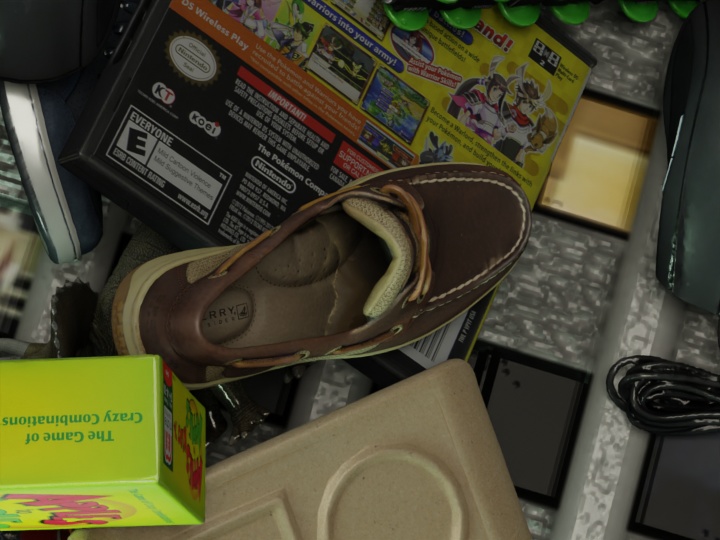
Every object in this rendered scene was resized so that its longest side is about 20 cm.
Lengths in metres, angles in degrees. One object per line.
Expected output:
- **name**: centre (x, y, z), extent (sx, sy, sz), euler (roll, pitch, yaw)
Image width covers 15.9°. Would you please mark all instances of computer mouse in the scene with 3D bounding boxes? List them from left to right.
- **computer mouse**: centre (-0.157, -0.182, 1.059), extent (0.139, 0.046, 0.202), euler (10, 75, 2)
- **computer mouse**: centre (0.193, -0.019, 1.125), extent (0.139, 0.046, 0.202), euler (12, 87, -4)

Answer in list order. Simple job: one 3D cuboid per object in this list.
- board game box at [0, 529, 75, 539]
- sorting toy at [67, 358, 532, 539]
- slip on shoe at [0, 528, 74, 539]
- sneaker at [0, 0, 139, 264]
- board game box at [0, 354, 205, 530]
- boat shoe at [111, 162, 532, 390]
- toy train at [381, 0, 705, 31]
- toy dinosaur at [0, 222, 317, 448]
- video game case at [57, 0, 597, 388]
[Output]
- **board game box**: centre (-0.137, 0.171, 1.066), extent (0.199, 0.040, 0.154), euler (32, 76, 2)
- **sorting toy**: centre (-0.008, 0.155, 1.049), extent (0.199, 0.036, 0.186), euler (-23, 98, -26)
- **slip on shoe**: centre (-0.140, 0.148, 1.018), extent (0.073, 0.061, 0.202), euler (0, 79, -8)
- **sneaker**: centre (-0.088, -0.110, 1.113), extent (0.145, 0.077, 0.204), euler (-7, 78, -5)
- **board game box**: centre (-0.163, 0.067, 0.956), extent (0.198, 0.102, 0.048), euler (-2, 76, 6)
- **boat shoe**: centre (0.000, 0.000, 1.023), extent (0.199, 0.072, 0.073), euler (-15, 92, -34)
- **toy train**: centre (0.087, -0.138, 1.120), extent (0.199, 0.042, 0.057), euler (-5, 74, -35)
- **toy dinosaur**: centre (-0.066, 0.010, 1.090), extent (0.200, 0.077, 0.102), euler (-44, 100, -9)
- **video game case**: centre (-0.007, -0.068, 1.086), extent (0.200, 0.025, 0.182), euler (35, 67, -24)
